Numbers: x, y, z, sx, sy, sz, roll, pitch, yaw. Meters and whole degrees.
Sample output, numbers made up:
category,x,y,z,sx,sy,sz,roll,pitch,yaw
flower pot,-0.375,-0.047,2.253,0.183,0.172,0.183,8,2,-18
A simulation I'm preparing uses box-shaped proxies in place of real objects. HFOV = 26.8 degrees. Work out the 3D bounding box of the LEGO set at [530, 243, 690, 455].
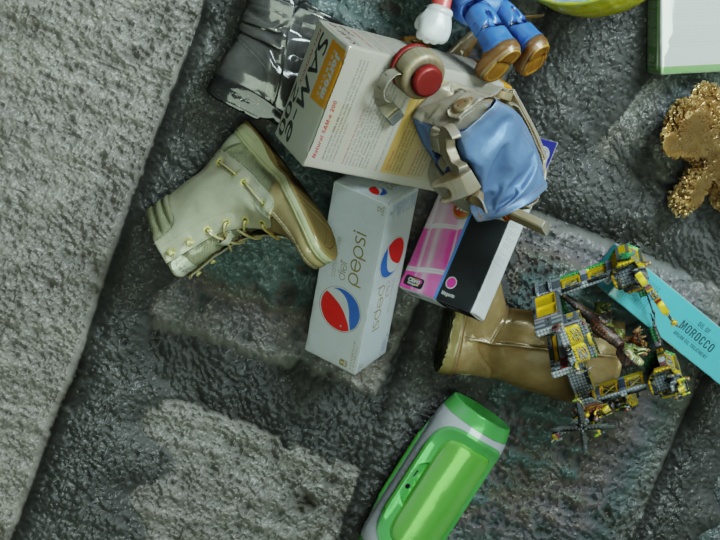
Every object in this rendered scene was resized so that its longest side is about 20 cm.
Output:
category,x,y,z,sx,sy,sz,roll,pitch,yaw
LEGO set,0.254,0.084,1.537,0.152,0.116,0.201,-11,116,9

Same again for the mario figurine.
category,x,y,z,sx,sy,sz,roll,pitch,yaw
mario figurine,0.102,-0.270,1.501,0.106,0.123,0.201,-34,68,15

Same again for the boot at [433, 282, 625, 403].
category,x,y,z,sx,sy,sz,roll,pitch,yaw
boot,0.190,0.049,1.623,0.198,0.066,0.177,10,109,-12

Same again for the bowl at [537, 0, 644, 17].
category,x,y,z,sx,sy,sz,roll,pitch,yaw
bowl,0.251,-0.328,1.504,0.200,0.200,0.108,-49,141,4

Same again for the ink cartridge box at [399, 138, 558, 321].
category,x,y,z,sx,sy,sz,roll,pitch,yaw
ink cartridge box,0.121,-0.056,1.549,0.037,0.094,0.201,35,77,-53

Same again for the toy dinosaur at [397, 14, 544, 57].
category,x,y,z,sx,sy,sz,roll,pitch,yaw
toy dinosaur,0.086,-0.208,1.558,0.106,0.060,0.201,22,108,-33

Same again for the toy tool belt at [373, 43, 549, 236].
category,x,y,z,sx,sy,sz,roll,pitch,yaw
toy tool belt,0.110,-0.118,1.413,0.125,0.123,0.200,-40,131,-1

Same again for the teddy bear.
category,x,y,z,sx,sy,sz,roll,pitch,yaw
teddy bear,0.393,-0.114,1.620,0.199,0.067,0.146,21,108,-19

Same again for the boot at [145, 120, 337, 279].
category,x,y,z,sx,sy,sz,roll,pitch,yaw
boot,-0.121,-0.039,1.499,0.154,0.200,0.072,-38,143,3

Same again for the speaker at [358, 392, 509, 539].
category,x,y,z,sx,sy,sz,roll,pitch,yaw
speaker,0.078,0.235,1.634,0.088,0.088,0.201,31,97,-14

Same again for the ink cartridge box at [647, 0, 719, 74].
category,x,y,z,sx,sy,sz,roll,pitch,yaw
ink cartridge box,0.374,-0.308,1.575,0.144,0.048,0.202,-4,102,-8

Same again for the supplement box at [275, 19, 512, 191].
category,x,y,z,sx,sy,sz,roll,pitch,yaw
supplement box,0.033,-0.156,1.476,0.199,0.074,0.127,9,114,-34

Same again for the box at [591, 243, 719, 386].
category,x,y,z,sx,sy,sz,roll,pitch,yaw
box,0.343,0.056,1.635,0.199,0.082,0.049,38,97,-14

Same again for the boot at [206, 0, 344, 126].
category,x,y,z,sx,sy,sz,roll,pitch,yaw
boot,-0.045,-0.195,1.529,0.199,0.070,0.132,27,91,-19

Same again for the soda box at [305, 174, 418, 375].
category,x,y,z,sx,sy,sz,roll,pitch,yaw
soda box,0.000,0.000,1.540,0.068,0.064,0.202,24,121,23
